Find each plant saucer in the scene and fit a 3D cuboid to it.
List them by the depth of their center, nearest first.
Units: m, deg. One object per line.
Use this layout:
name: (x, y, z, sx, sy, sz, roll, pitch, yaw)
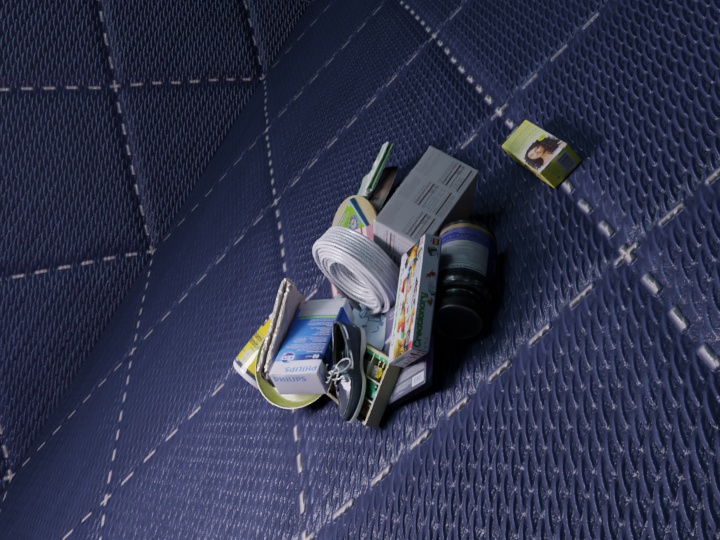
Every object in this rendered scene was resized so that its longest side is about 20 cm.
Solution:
plant saucer: (-0.123, 0.185, 1.741, 0.199, 0.031, 0.201, -11, 65, 24)
plant saucer: (0.028, -0.158, 1.990, 0.201, 0.032, 0.200, -63, 6, 11)

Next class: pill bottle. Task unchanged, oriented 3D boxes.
pill bottle: (0.176, 0.016, 1.479, 0.112, 0.112, 0.201, -31, 32, 37)
pill bottle: (-0.179, 0.162, 1.889, 0.200, 0.112, 0.112, -52, 24, -1)

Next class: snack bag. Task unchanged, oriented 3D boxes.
snack bag: (0.017, 0.127, 1.710, 0.188, 0.021, 0.201, -10, 50, 57)

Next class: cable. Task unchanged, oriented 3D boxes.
cable: (0.000, 0.000, 1.641, 0.069, 0.200, 0.200, -50, 18, -19)

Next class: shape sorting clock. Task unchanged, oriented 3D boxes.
shape sorting clock: (-0.011, -0.067, 1.915, 0.199, 0.039, 0.201, 4, 94, 54)

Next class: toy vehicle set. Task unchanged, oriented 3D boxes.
toy vehicle set: (0.004, 0.200, 1.572, 0.200, 0.026, 0.125, 20, 88, 67)

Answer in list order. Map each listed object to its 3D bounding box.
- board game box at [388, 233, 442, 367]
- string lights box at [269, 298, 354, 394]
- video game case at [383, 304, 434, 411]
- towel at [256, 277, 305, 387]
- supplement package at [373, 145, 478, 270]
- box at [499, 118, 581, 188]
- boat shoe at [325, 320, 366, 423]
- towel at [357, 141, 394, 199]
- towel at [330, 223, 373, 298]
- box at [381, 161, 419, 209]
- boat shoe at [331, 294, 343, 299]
board game box: (0.092, 0.053, 1.450, 0.126, 0.034, 0.201, 131, 149, -67)
string lights box: (-0.090, 0.142, 1.638, 0.102, 0.059, 0.201, -4, 39, 24)
video game case: (0.083, 0.133, 1.513, 0.143, 0.019, 0.201, -40, 35, 48)
towel: (-0.152, 0.125, 1.682, 0.133, 0.034, 0.201, 69, -147, -70)
supplement package: (0.121, -0.100, 1.624, 0.200, 0.111, 0.156, -53, -17, -23)
box: (0.334, -0.223, 1.612, 0.075, 0.050, 0.200, -48, 24, 7)
boat shoe: (-0.027, 0.178, 1.544, 0.075, 0.062, 0.201, -42, 35, 46)
towel: (0.017, -0.199, 1.999, 0.153, 0.023, 0.200, -67, 7, -23)
towel: (-0.008, -0.015, 1.863, 0.200, 0.023, 0.145, -13, 82, 54)
box: (0.116, -0.170, 1.866, 0.158, 0.051, 0.200, -47, 12, 11)
boat shoe: (-0.093, 0.134, 1.811, 0.068, 0.074, 0.200, 17, 73, 22)
